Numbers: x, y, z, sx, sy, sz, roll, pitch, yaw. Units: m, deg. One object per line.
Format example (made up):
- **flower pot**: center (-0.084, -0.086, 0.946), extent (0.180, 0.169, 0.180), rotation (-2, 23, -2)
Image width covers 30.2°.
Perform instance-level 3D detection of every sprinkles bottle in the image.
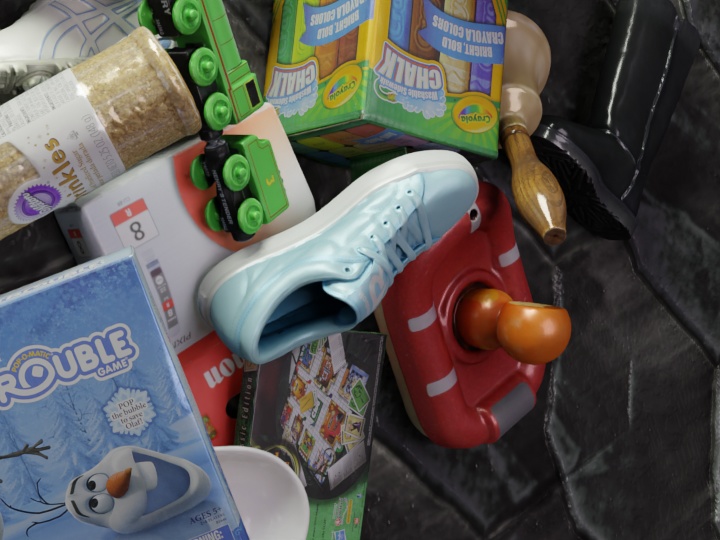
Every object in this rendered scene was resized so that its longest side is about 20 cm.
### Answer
- **sprinkles bottle**: center (-0.189, -0.060, 0.739), extent (0.199, 0.068, 0.068), rotation (-31, 108, -8)

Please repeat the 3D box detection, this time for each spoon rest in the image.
- **spoon rest**: center (-0.118, 0.136, 0.814), extent (0.200, 0.061, 0.100), rotation (31, 82, -21)

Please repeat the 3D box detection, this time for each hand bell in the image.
- **hand bell**: center (0.110, -0.088, 0.935), extent (0.104, 0.104, 0.200), rotation (31, 27, -32)

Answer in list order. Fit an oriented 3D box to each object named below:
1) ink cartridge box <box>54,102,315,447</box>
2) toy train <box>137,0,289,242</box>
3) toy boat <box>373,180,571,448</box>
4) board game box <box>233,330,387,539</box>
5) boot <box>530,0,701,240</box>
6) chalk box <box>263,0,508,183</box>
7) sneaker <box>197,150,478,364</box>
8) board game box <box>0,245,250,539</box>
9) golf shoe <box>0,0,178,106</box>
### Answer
- **ink cartridge box**: center (-0.088, 0.013, 0.875), extent (0.162, 0.050, 0.201), rotation (-34, 104, -34)
- **toy train**: center (-0.089, -0.112, 0.806), extent (0.056, 0.042, 0.201), rotation (-42, 127, -42)
- **toy boat**: center (0.093, 0.033, 0.950), extent (0.130, 0.130, 0.201), rotation (-35, 118, -34)
- **board game box**: center (-0.040, 0.138, 0.902), extent (0.104, 0.023, 0.201), rotation (7, 91, -39)
- **boot**: center (0.207, -0.150, 1.096), extent (0.165, 0.065, 0.201), rotation (41, 68, -48)
- **chalk box**: center (0.015, -0.135, 0.917), extent (0.124, 0.125, 0.201), rotation (12, 78, -37)
- **sneaker**: center (0.000, 0.000, 0.840), extent (0.200, 0.082, 0.074), rotation (-32, 135, -7)
- **board game box**: center (-0.183, 0.115, 0.738), extent (0.199, 0.043, 0.200), rotation (-21, 101, -5)
- **golf shoe**: center (-0.182, -0.143, 0.810), extent (0.200, 0.078, 0.098), rotation (-16, 80, -43)
